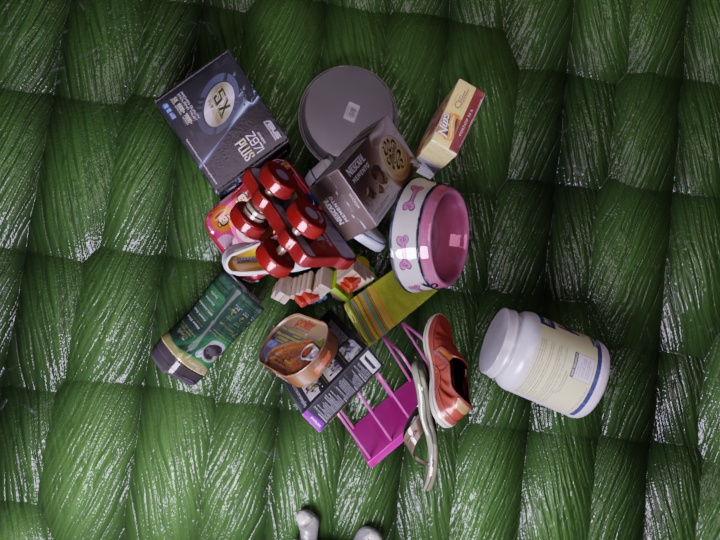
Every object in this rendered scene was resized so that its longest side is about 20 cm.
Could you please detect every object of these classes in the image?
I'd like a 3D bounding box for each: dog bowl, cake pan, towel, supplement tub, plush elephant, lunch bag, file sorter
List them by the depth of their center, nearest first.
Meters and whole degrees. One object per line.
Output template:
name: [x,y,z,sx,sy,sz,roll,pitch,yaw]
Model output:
plush elephant: [-0.062,0.532,1.045,0.161,0.155,0.205,23,84,-3]
file sorter: [0.046,0.204,1.072,0.198,0.139,0.127,-37,105,-6]
dog bowl: [0.128,-0.060,1.080,0.072,0.198,0.207,5,84,34]
supplement tub: [0.328,0.163,1.110,0.195,0.145,0.149,22,84,-3]
towel: [0.060,0.049,1.114,0.198,0.018,0.088,-35,97,-32]
lunch bag: [-0.165,-0.080,1.121,0.199,0.082,0.178,-39,94,-5]
cake pan: [-0.021,-0.294,1.166,0.193,0.037,0.207,0,86,-5]

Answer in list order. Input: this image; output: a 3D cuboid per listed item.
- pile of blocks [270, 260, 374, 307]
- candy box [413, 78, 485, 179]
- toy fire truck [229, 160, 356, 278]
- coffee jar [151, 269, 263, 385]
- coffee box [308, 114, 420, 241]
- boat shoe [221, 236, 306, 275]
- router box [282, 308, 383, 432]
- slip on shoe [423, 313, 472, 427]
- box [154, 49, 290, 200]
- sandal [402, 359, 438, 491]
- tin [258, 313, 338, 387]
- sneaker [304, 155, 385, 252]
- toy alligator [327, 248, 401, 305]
pile of blocks: [-0.071,0.042,1.102,0.194,0.063,0.083,-13,131,17]
candy box: [0.148,-0.244,1.094,0.054,0.200,0.118,27,84,-4]
toy fire truck: [-0.106,-0.083,1.006,0.112,0.166,0.202,-46,67,23]
coffee jar: [-0.269,0.104,1.082,0.085,0.105,0.201,38,82,29]
coffee box: [0.012,-0.161,1.056,0.114,0.079,0.201,53,44,-17]
boat shoe: [-0.139,-0.027,1.052,0.194,0.070,0.073,-7,101,-13]
router box: [-0.060,0.161,1.050,0.149,0.200,0.051,-44,115,-5]
slip on shoe: [0.141,0.148,0.971,0.061,0.203,0.074,-34,124,28]
box: [-0.246,-0.259,1.120,0.162,0.086,0.202,-35,89,-7]
sandal: [0.093,0.247,0.987,0.055,0.080,0.208,-8,91,6]
tin: [-0.107,0.134,1.054,0.042,0.198,0.113,42,75,-26]
sneaker: [-0.017,-0.123,1.129,0.200,0.073,0.071,46,110,1]
toy alligator: [0.000,0.000,1.143,0.198,0.059,0.055,36,41,-9]
